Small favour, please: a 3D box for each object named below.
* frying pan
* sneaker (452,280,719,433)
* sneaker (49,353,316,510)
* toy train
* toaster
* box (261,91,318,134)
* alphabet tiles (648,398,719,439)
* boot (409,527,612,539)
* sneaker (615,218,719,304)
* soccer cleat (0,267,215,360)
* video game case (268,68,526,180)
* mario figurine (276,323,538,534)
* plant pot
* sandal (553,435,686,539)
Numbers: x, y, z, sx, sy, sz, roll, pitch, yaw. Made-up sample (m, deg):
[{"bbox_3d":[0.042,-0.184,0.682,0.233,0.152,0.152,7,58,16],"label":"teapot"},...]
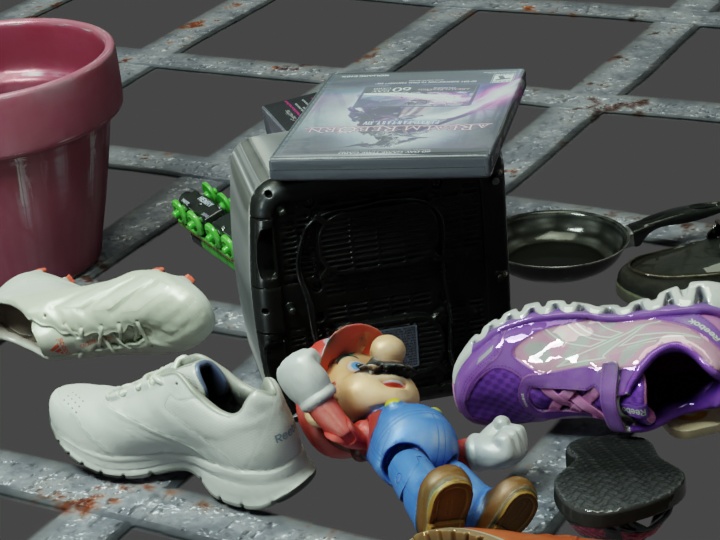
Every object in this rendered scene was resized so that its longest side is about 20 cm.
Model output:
[{"bbox_3d":[0.179,-0.029,1.562,0.190,0.031,0.115,-19,28,-33],"label":"frying pan"},{"bbox_3d":[0.155,0.068,1.290,0.200,0.081,0.089,-12,35,12],"label":"sneaker"},{"bbox_3d":[-0.119,0.091,1.306,0.200,0.087,0.075,7,29,28],"label":"sneaker"},{"bbox_3d":[-0.089,-0.015,1.563,0.042,0.056,0.200,-32,33,-17],"label":"toy train"},{"bbox_3d":[0.000,0.000,1.370,0.199,0.181,0.119,-10,22,-10],"label":"toaster"},{"bbox_3d":[0.008,-0.052,1.530,0.114,0.132,0.200,-14,24,-11],"label":"box"},{"bbox_3d":[0.278,0.068,1.348,0.195,0.015,0.200,-11,25,-12],"label":"alphabet tiles"},{"bbox_3d":[0.121,0.178,1.100,0.200,0.075,0.107,10,15,33],"label":"boot"},{"bbox_3d":[0.280,-0.034,1.459,0.199,0.107,0.075,-9,25,-7],"label":"sneaker"},{"bbox_3d":[-0.195,0.038,1.470,0.200,0.069,0.078,3,30,35],"label":"soccer cleat"},{"bbox_3d":[0.030,-0.100,1.345,0.142,0.019,0.200,0,20,12],"label":"video game case"},{"bbox_3d":[0.028,0.087,1.239,0.106,0.124,0.200,-39,40,-9],"label":"mario figurine"},{"bbox_3d":[-0.284,-0.088,1.620,0.199,0.179,0.200,-5,24,2],"label":"plant pot"},{"bbox_3d":[0.153,0.134,1.188,0.075,0.045,0.200,0,4,6],"label":"sandal"}]
